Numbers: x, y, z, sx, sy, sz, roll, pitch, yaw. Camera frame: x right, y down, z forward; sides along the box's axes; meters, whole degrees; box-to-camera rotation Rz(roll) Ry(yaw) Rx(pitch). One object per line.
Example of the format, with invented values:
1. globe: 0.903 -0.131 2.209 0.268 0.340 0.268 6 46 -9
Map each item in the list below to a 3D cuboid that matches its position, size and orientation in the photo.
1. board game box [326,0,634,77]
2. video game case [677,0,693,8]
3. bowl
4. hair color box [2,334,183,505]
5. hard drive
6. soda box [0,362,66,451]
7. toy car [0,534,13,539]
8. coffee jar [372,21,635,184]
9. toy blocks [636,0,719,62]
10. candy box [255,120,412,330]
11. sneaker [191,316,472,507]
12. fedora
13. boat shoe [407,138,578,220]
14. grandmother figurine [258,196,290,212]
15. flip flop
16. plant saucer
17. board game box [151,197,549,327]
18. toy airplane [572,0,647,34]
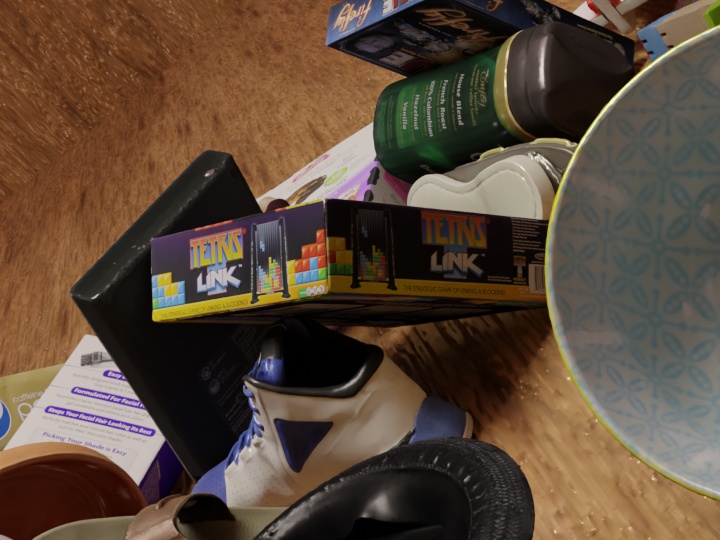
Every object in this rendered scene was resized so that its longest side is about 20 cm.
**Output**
1. board game box: 0.093 -0.175 1.096 0.135 0.200 0.035 -14 66 53
2. video game case: 0.295 -0.253 0.964 0.200 0.036 0.181 -30 -8 14
3. bowl: 0.189 0.000 0.592 0.200 0.200 0.108 -32 -22 22
4. hair color box: -0.194 0.139 1.043 0.109 0.065 0.200 11 40 13
5. hard drive: -0.094 0.040 0.942 0.033 0.200 0.140 13 51 39
6. soda box: -0.287 0.127 1.147 0.200 0.064 0.068 -12 -25 -41
7. toy car: -0.195 0.213 0.737 0.184 0.200 0.177 -30 21 28
8. coffee jar: 0.106 -0.119 1.065 0.200 0.104 0.085 -15 67 53
9. toy blocks: 0.274 -0.181 0.924 0.200 0.100 0.137 -34 8 -15
10. candy box: -0.029 -0.027 1.167 0.168 0.072 0.200 -32 21 23
11. sneaker: -0.039 0.087 0.857 0.199 0.115 0.081 -26 22 36
12. fedora: 0.014 0.163 0.617 0.200 0.092 0.201 -35 19 14
13. boat shoe: 0.095 -0.047 0.985 0.060 0.072 0.202 -24 4 -23
14. grandmother figurine: -0.087 -0.011 1.058 0.200 0.061 0.121 -11 56 47
15. flip flop: -0.082 0.145 0.735 0.081 0.200 0.058 -116 32 -45
16. plant saucer: -0.214 0.191 0.843 0.032 0.200 0.200 29 67 39
17. board game box: 0.000 0.000 0.868 0.200 0.057 0.165 4 -8 -43
18. toy airplane: 0.196 -0.274 1.156 0.200 0.141 0.199 -37 13 -10
